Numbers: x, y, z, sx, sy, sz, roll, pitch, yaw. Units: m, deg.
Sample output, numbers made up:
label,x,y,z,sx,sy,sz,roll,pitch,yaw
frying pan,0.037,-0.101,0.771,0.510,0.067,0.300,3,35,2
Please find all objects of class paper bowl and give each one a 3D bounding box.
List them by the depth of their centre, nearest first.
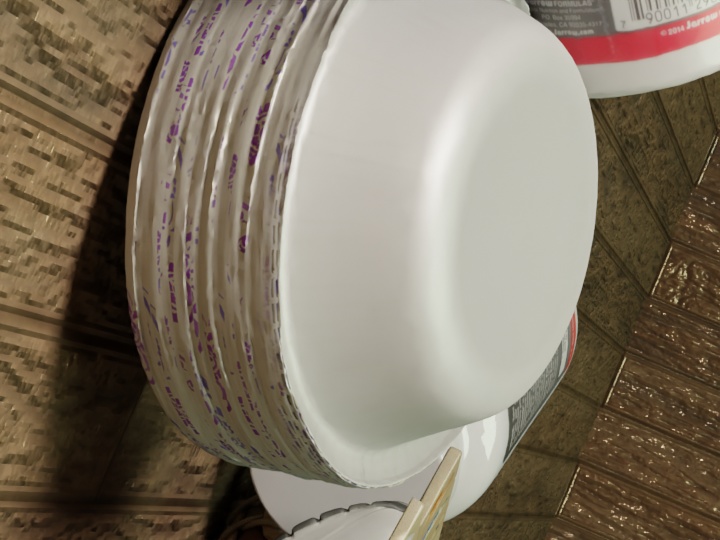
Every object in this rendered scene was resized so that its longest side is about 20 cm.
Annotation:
label,x,y,z,sx,sy,sz,roll,pitch,yaw
paper bowl,0.012,-0.023,1.050,0.201,0.104,0.201,-25,119,-57

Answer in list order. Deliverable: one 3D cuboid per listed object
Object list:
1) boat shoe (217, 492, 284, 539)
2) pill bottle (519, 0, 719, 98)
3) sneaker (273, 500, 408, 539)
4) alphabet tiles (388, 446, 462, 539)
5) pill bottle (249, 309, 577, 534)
label,x,y,z,sx,sy,sz,roll,pitch,yaw
boat shoe,-0.043,0.137,1.423,0.200,0.076,0.072,-11,90,-68
pill bottle,0.088,-0.175,1.110,0.111,0.111,0.200,-54,136,-53
sneaker,-0.032,0.185,1.298,0.200,0.087,0.074,-50,146,10
alphabet tiles,-0.008,0.155,1.132,0.167,0.006,0.200,-59,172,-19
pill bottle,0.025,0.053,1.422,0.200,0.116,0.116,-48,158,-62
